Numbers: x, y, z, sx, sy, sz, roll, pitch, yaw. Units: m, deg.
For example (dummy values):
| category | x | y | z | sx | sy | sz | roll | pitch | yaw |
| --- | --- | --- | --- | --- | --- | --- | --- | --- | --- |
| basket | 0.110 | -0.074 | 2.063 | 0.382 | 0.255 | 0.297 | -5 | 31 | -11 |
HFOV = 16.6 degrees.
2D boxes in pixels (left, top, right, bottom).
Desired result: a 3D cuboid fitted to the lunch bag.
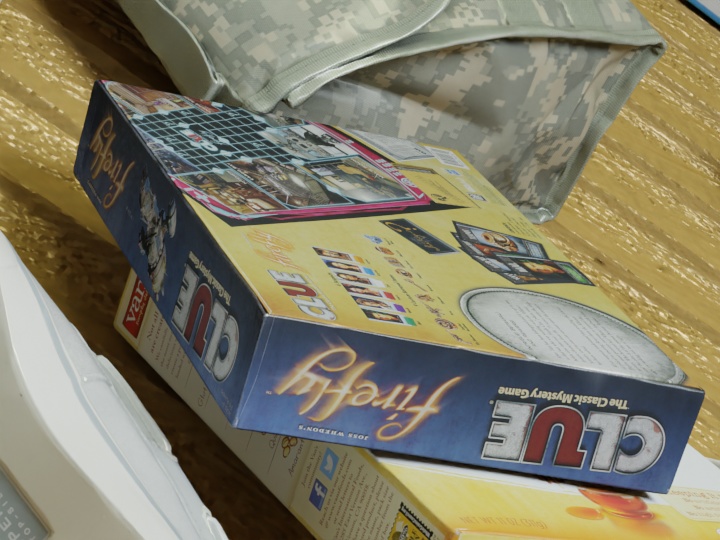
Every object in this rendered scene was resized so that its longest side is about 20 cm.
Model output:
| category | x | y | z | sx | sy | sz | roll | pitch | yaw |
| --- | --- | --- | --- | --- | --- | --- | --- | --- | --- |
| lunch bag | -0.011 | -0.108 | 0.960 | 0.199 | 0.118 | 0.164 | -2 | 44 | -43 |

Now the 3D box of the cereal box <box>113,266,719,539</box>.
| category | x | y | z | sx | sy | sz | roll | pitch | yaw |
| --- | --- | --- | --- | --- | --- | --- | --- | --- | --- |
| cereal box | 0.029 | 0.050 | 0.748 | 0.143 | 0.040 | 0.200 | 8 | 20 | -35 |

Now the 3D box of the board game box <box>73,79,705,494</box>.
| category | x | y | z | sx | sy | sz | roll | pitch | yaw |
| --- | --- | --- | --- | --- | --- | --- | --- | --- | --- |
| board game box | 0.000 | 0.000 | 0.746 | 0.135 | 0.035 | 0.200 | 11 | 18 | -23 |

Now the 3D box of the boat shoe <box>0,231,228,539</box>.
| category | x | y | z | sx | sy | sz | roll | pitch | yaw |
| --- | --- | --- | --- | --- | --- | --- | --- | --- | --- |
| boat shoe | -0.084 | 0.050 | 0.658 | 0.200 | 0.072 | 0.068 | 44 | 5 | 33 |

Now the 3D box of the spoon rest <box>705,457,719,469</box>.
| category | x | y | z | sx | sy | sz | roll | pitch | yaw |
| --- | --- | --- | --- | --- | --- | --- | --- | --- | --- |
| spoon rest | 0.185 | 0.127 | 0.852 | 0.199 | 0.061 | 0.099 | 26 | -7 | -23 |

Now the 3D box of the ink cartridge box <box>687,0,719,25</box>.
| category | x | y | z | sx | sy | sz | roll | pitch | yaw |
| --- | --- | --- | --- | --- | --- | --- | --- | --- | --- |
| ink cartridge box | 0.282 | -0.174 | 1.466 | 0.146 | 0.086 | 0.200 | 38 | 27 | 5 |
